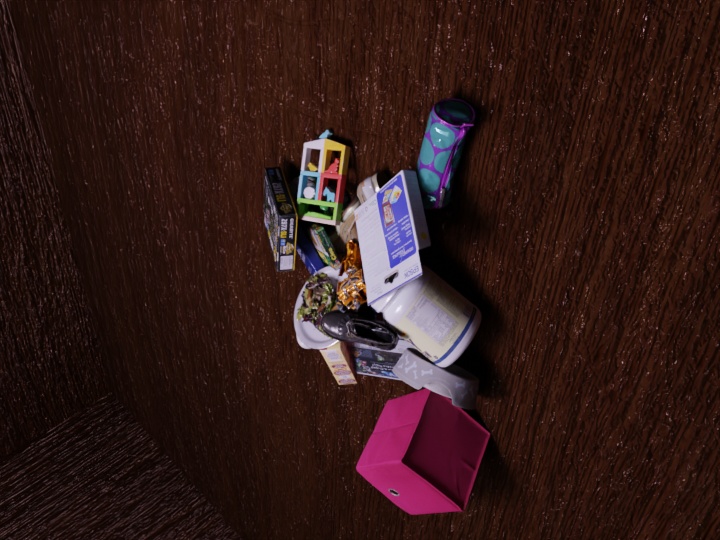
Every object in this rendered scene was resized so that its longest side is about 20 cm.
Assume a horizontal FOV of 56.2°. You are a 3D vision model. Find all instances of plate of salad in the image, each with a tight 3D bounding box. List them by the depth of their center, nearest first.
[{"bbox_3d":[-0.086,0.080,1.564,0.197,0.205,0.048,18,172,43],"label":"plate of salad"}]

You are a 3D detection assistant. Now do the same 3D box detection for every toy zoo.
[{"bbox_3d":[-0.084,-0.211,1.512,0.129,0.020,0.207,12,96,39],"label":"toy zoo"}]

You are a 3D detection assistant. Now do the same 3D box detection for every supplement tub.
[{"bbox_3d":[0.133,0.083,1.376,0.198,0.146,0.145,37,143,-4],"label":"supplement tub"}]

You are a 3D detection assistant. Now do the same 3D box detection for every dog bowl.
[{"bbox_3d":[0.168,0.228,1.454,0.197,0.198,0.060,24,93,39],"label":"dog bowl"}]

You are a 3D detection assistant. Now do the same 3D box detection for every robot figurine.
[{"bbox_3d":[0.000,0.000,1.460,0.143,0.203,0.058,-30,119,30],"label":"robot figurine"}]

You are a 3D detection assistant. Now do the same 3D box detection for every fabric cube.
[{"bbox_3d":[0.143,0.418,1.545,0.195,0.202,0.198,40,146,-13],"label":"fabric cube"}]

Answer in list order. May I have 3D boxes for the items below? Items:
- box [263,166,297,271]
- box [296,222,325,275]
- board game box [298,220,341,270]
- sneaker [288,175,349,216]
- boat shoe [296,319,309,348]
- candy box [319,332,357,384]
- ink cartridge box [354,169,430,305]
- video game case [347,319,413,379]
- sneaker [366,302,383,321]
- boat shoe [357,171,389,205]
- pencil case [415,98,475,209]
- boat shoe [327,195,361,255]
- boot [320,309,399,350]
[{"bbox_3d":[-0.195,-0.126,1.624,0.202,0.048,0.163,-113,22,-46],"label":"box"},{"bbox_3d":[-0.141,-0.056,1.713,0.203,0.032,0.121,60,170,5],"label":"box"},{"bbox_3d":[-0.099,-0.067,1.625,0.107,0.023,0.200,62,170,-17],"label":"board game box"},{"bbox_3d":[-0.119,-0.174,1.601,0.197,0.084,0.080,18,128,44],"label":"sneaker"},{"bbox_3d":[-0.129,0.126,1.677,0.203,0.070,0.069,-93,22,-47],"label":"boat shoe"},{"bbox_3d":[-0.050,0.185,1.656,0.053,0.119,0.202,-5,147,9],"label":"candy box"},{"bbox_3d":[0.061,-0.059,1.306,0.197,0.046,0.206,-32,65,54],"label":"ink cartridge box"},{"bbox_3d":[0.062,0.189,1.591,0.194,0.024,0.185,5,133,22],"label":"video game case"},{"bbox_3d":[0.066,0.063,1.562,0.094,0.079,0.204,-13,111,40],"label":"sneaker"},{"bbox_3d":[0.052,-0.103,1.444,0.067,0.074,0.206,-18,89,37],"label":"boat shoe"},{"bbox_3d":[0.151,-0.210,1.245,0.204,0.083,0.094,101,150,-43],"label":"pencil case"},{"bbox_3d":[-0.018,-0.098,1.556,0.076,0.072,0.200,42,152,3],"label":"boat shoe"},{"bbox_3d":[-0.005,0.119,1.409,0.194,0.072,0.174,13,173,11],"label":"boot"}]
